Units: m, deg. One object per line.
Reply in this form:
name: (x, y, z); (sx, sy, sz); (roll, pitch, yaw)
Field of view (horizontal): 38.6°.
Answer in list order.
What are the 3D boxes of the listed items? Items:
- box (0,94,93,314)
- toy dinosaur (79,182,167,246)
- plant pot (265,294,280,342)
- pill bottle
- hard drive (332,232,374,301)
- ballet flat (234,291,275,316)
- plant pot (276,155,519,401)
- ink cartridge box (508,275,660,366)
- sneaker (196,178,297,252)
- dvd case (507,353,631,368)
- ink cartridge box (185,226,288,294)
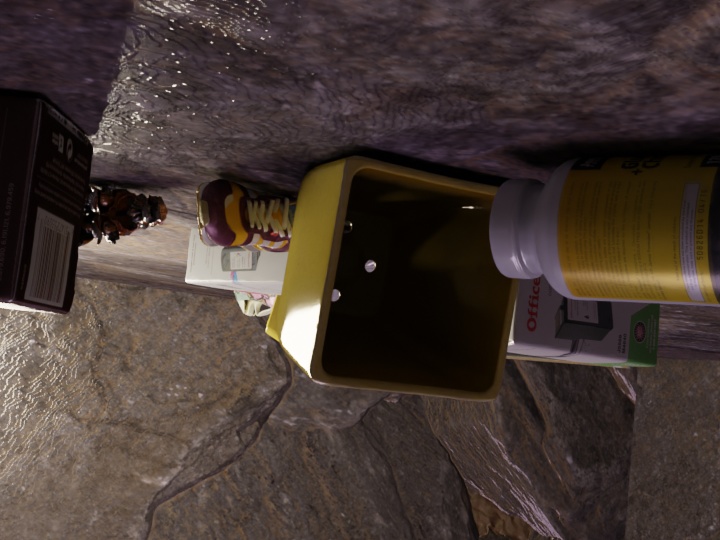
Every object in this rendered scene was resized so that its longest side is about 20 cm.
box: (-0.352, -0.058, 0.874); (0.198, 0.166, 0.166); (7, 175, 0)
toy dinosaur: (-0.326, -0.061, 1.213); (0.199, 0.103, 0.135); (-22, 177, 30)
plant pot: (-0.048, 0.063, 1.649); (0.175, 0.202, 0.200); (17, 174, 0)
pill bottle: (0.205, -0.032, 0.792); (0.198, 0.113, 0.112); (2, 173, 34)
hard drive: (0.000, 0.000, 1.286); (0.138, 0.038, 0.200); (-11, 161, -9)
ballet flat: (-0.247, 0.073, 2.459); (0.069, 0.072, 0.199); (9, 174, -37)
plant pot: (0.016, 0.002, 0.990); (0.194, 0.196, 0.200); (9, -178, -26)
ink cartridge box: (0.219, 0.019, 1.090); (0.198, 0.147, 0.084); (9, 172, -29)
sneaker: (-0.106, -0.059, 1.107); (0.089, 0.076, 0.200); (-4, 178, 16)
dvd case: (0.245, 0.038, 1.236); (0.199, 0.150, 0.016); (1, 159, 42)
ink cartridge box: (-0.126, -0.012, 1.457); (0.198, 0.087, 0.147); (-1, 171, 36)
